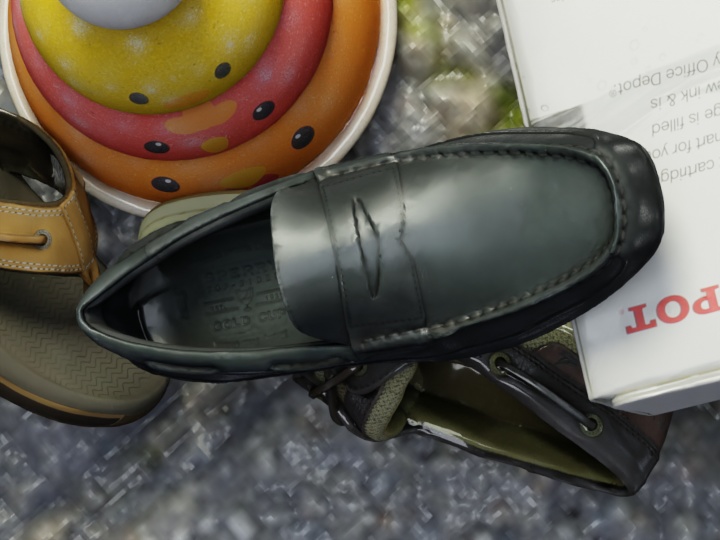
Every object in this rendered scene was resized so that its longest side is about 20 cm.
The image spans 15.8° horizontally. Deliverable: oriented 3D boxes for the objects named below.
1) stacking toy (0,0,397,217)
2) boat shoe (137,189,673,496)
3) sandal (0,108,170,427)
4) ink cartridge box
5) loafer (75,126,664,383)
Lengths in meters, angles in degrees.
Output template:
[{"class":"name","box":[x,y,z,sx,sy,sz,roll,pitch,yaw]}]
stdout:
[{"class":"stacking toy","box":[-0.070,-0.092,0.852,0.146,0.200,0.146,0,88,8]},{"class":"boat shoe","box":[0.013,0.026,0.895,0.200,0.073,0.065,13,57,7]},{"class":"sandal","box":[-0.128,-0.031,0.897,0.055,0.082,0.200,-26,100,36]},{"class":"ink cartridge box","box":[0.129,-0.065,0.836,0.147,0.083,0.200,-15,79,15]},{"class":"loafer","box":[0.000,0.000,0.810,0.200,0.070,0.068,-14,84,33]}]
